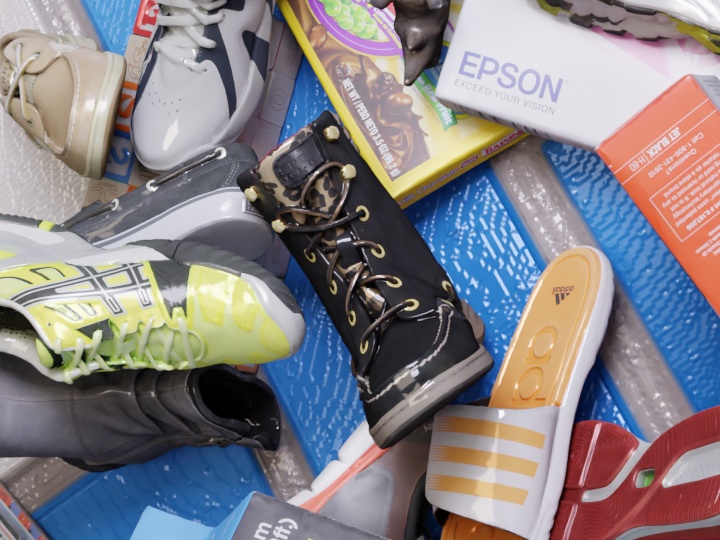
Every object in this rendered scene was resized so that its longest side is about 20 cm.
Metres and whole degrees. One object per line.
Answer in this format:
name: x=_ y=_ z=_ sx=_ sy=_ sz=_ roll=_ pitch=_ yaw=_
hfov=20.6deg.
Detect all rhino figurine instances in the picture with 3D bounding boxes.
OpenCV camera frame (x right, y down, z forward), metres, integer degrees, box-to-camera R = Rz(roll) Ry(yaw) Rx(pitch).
rhino figurine: x=0.042 y=-0.192 z=1.070 sx=0.059 sy=0.088 sz=0.202 roll=9 pitch=73 yaw=12

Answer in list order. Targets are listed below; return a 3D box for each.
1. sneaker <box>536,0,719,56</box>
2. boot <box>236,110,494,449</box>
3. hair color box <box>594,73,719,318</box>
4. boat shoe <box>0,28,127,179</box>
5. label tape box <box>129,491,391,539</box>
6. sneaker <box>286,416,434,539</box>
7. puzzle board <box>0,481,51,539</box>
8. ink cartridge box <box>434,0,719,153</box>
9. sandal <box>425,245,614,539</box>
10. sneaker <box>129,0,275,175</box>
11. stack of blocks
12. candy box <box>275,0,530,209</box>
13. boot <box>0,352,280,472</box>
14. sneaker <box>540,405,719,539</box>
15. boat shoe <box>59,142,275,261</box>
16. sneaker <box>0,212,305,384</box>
sneaker: x=0.155 y=-0.160 z=0.985 sx=0.198 sy=0.074 sz=0.085 roll=17 pitch=83 yaw=8
boot: x=0.000 y=0.000 z=1.000 sx=0.073 sy=0.200 sz=0.151 roll=-34 pitch=95 yaw=12
hair color box: x=0.201 y=0.003 z=0.945 sx=0.061 sy=0.101 sz=0.201 roll=-39 pitch=83 yaw=16
boat shoe: x=-0.178 y=-0.102 z=1.142 sx=0.200 sy=0.064 sz=0.073 roll=-132 pitch=55 yaw=-68
label tape box: x=-0.048 y=0.189 z=0.949 sx=0.198 sy=0.064 sz=0.145 roll=18 pitch=58 yaw=14
sneaker: x=-0.011 y=0.157 z=1.052 sx=0.082 sy=0.077 sz=0.200 roll=41 pitch=81 yaw=14
puzzle board: x=-0.218 y=0.238 z=1.202 sx=0.200 sy=0.017 sz=0.151 roll=43 pitch=103 yaw=25
ink cartridge box: x=0.159 y=-0.155 z=1.035 sx=0.195 sy=0.043 sz=0.202 roll=18 pitch=92 yaw=18
sandal: x=0.070 y=0.072 z=1.022 sx=0.079 sy=0.059 sz=0.208 roll=-11 pitch=55 yaw=54
sneaker: x=-0.094 y=-0.153 z=1.065 sx=0.079 sy=0.129 sz=0.200 roll=36 pitch=99 yaw=28
stack of blocks: x=-0.094 y=-0.053 z=1.157 sx=0.114 sy=0.058 sz=0.202 roll=15 pitch=89 yaw=28
candy box: x=0.015 y=-0.141 z=1.119 sx=0.102 sy=0.026 sz=0.201 roll=-29 pitch=69 yaw=0
boot: x=-0.138 y=0.068 z=1.085 sx=0.131 sy=0.199 sz=0.071 roll=-9 pitch=79 yaw=29
sneaker: x=0.168 y=0.127 z=0.989 sx=0.199 sy=0.115 sz=0.079 roll=-14 pitch=52 yaw=60
boat shoe: x=-0.134 y=-0.012 z=1.107 sx=0.198 sy=0.069 sz=0.057 roll=-20 pitch=57 yaw=20
sneaker: x=-0.125 y=0.029 z=1.023 sx=0.198 sy=0.076 sz=0.077 roll=6 pitch=48 yaw=16
